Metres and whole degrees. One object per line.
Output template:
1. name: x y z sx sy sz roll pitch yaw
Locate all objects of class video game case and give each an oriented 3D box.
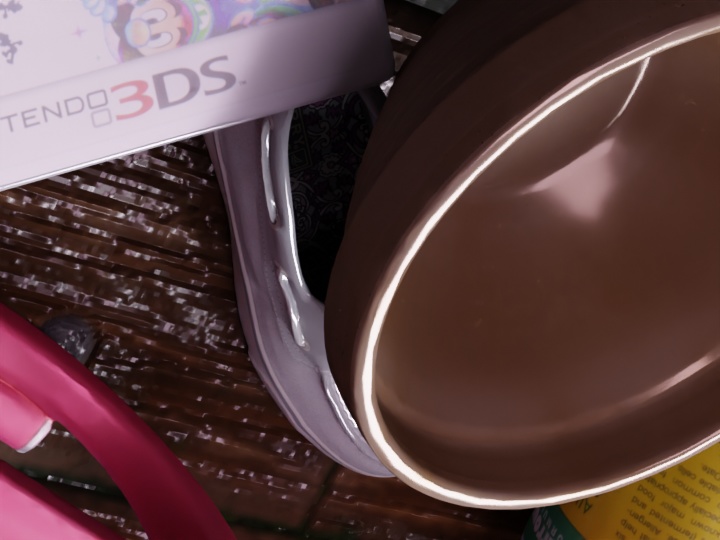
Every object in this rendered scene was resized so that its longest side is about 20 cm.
1. video game case: -0.092 -0.127 0.753 0.181 0.024 0.201 -17 108 -17

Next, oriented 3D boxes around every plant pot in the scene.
1. plant pot: 0.070 -0.030 0.810 0.200 0.093 0.201 -20 142 -16

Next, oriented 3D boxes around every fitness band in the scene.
1. fitness band: -0.111 0.051 0.816 0.037 0.144 0.200 -46 129 8

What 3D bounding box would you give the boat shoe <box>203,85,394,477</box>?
1. boat shoe: 0.000 0.000 0.889 0.072 0.069 0.201 -21 127 -14

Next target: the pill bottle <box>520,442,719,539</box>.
1. pill bottle: 0.124 0.088 0.984 0.112 0.113 0.201 10 115 -32
